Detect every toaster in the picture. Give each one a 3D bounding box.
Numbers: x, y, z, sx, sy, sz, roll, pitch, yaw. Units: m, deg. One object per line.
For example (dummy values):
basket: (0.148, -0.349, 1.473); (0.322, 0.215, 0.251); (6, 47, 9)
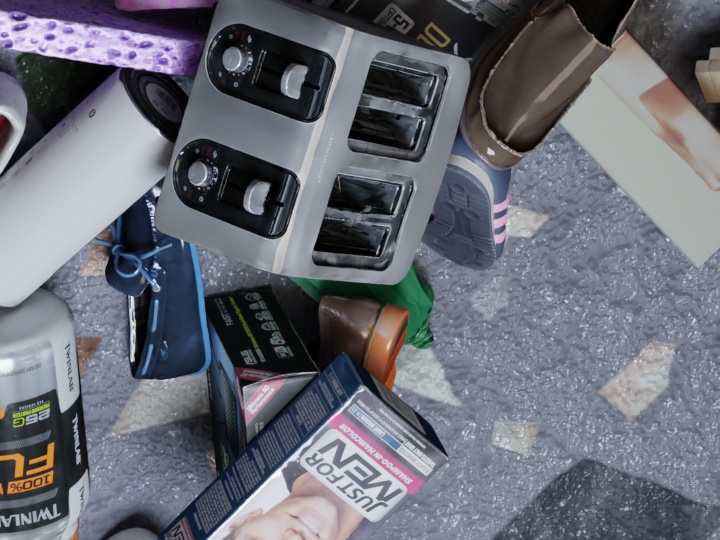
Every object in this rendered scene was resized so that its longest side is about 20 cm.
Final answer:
toaster: (-0.029, -0.088, 1.611); (0.200, 0.119, 0.181); (6, 104, -57)

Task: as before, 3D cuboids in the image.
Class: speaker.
speaker: (-0.209, -0.061, 1.662); (0.200, 0.081, 0.081); (-39, 121, 23)

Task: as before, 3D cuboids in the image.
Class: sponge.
sponge: (-0.207, -0.174, 1.621); (0.200, 0.112, 0.030); (7, 108, -20)

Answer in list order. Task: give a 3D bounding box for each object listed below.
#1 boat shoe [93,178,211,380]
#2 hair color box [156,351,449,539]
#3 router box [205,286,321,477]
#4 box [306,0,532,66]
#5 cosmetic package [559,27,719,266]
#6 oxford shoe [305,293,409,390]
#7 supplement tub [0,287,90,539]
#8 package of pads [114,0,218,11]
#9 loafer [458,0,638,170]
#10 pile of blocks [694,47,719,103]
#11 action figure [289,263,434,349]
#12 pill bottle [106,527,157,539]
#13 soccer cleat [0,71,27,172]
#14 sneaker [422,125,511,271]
boat shoe: (-0.158, 0.002, 1.735); (0.069, 0.084, 0.200); (-17, 116, -15)
hair color box: (-0.043, 0.167, 1.690); (0.200, 0.061, 0.100); (-45, 118, 8)
router box: (-0.073, 0.134, 1.786); (0.062, 0.150, 0.200); (-9, 116, -12)
box: (0.074, -0.207, 1.725); (0.200, 0.050, 0.158); (-46, 119, 7)
cosmetic package: (0.217, -0.110, 1.785); (0.087, 0.103, 0.200); (-43, 120, 7)
oxford shoe: (-0.013, 0.085, 1.815); (0.073, 0.071, 0.200); (21, 138, 6)
supplement tub: (-0.267, 0.121, 1.737); (0.122, 0.123, 0.200); (-9, 117, -12)
package of pads: (-0.122, -0.283, 1.598); (0.120, 0.076, 0.200); (0, 117, 15)
loafer: (0.140, -0.161, 1.656); (0.073, 0.071, 0.200); (38, 70, -16)
pile of blocks: (0.340, -0.139, 1.842); (0.200, 0.082, 0.062); (32, 59, -36)
action figure: (0.000, 0.000, 1.799); (0.118, 0.055, 0.200); (-39, 126, 2)
pill bottle: (-0.138, 0.304, 1.869); (0.112, 0.112, 0.200); (-45, 119, 7)
soccer cleat: (-0.312, -0.060, 1.658); (0.070, 0.086, 0.200); (35, 101, -27)
sneaker: (0.090, -0.063, 1.753); (0.070, 0.200, 0.082); (24, 72, 7)
